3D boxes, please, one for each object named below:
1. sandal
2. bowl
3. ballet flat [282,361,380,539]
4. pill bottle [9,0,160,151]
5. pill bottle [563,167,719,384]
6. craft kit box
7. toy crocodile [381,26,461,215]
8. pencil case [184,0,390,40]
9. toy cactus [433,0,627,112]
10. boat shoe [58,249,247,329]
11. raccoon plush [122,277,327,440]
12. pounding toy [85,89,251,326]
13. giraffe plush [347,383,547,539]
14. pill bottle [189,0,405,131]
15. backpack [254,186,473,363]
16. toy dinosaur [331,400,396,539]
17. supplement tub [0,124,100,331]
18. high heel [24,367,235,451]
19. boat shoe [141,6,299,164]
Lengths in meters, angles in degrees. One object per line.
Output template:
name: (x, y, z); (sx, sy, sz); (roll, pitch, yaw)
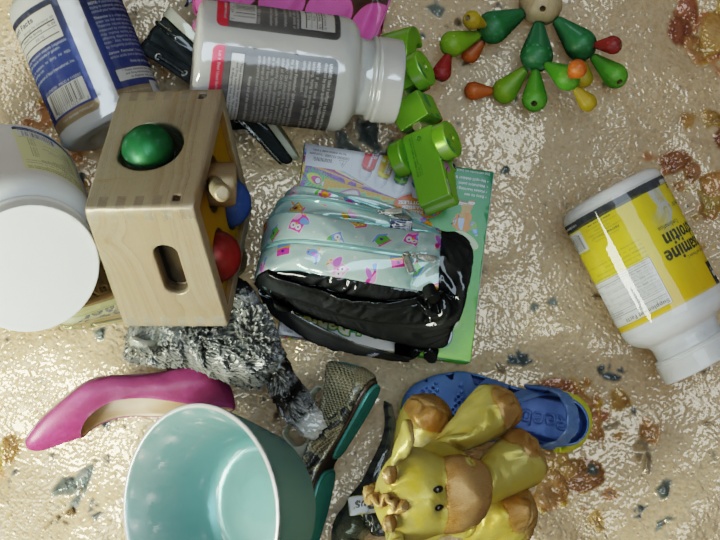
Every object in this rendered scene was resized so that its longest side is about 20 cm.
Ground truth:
sandal: (0.138, 0.140, 1.592); (0.199, 0.087, 0.080); (2, 85, -3)
bowl: (-0.121, 0.225, 1.523); (0.200, 0.105, 0.202); (-2, 86, 37)
ballet flat: (-0.047, 0.182, 1.578); (0.075, 0.068, 0.201); (22, 93, 17)
pill bottle: (-0.279, -0.228, 1.583); (0.111, 0.111, 0.201); (-23, 86, -8)
pill bottle: (0.294, 0.007, 1.608); (0.112, 0.112, 0.201); (-27, 87, -8)
craft kit box: (0.025, -0.016, 1.622); (0.199, 0.049, 0.199); (8, 85, -4)
toy crocodile: (0.058, -0.152, 1.602); (0.067, 0.062, 0.201); (-25, 72, 26)
pencil case: (-0.070, -0.265, 1.603); (0.199, 0.091, 0.094); (10, 80, -19)
toy cactus: (0.179, -0.245, 1.647); (0.199, 0.102, 0.166); (6, 72, 5)
boat shoe: (-0.211, 0.010, 1.593); (0.199, 0.063, 0.074); (-11, 58, -9)
raccoon plush: (-0.136, 0.096, 1.519); (0.134, 0.097, 0.200); (-30, 67, -18)
pounding toy: (-0.156, -0.062, 1.452); (0.141, 0.201, 0.185); (-1, 47, 9)
giraffe plush: (0.068, 0.196, 1.475); (0.199, 0.162, 0.173); (-25, 82, 7)
pill bottle: (-0.061, -0.192, 1.531); (0.199, 0.111, 0.111); (6, 83, -8)
backpack: (0.000, 0.000, 1.531); (0.199, 0.167, 0.127); (13, 63, -1)
toy dinosaur: (0.022, 0.236, 1.589); (0.088, 0.047, 0.201); (25, 76, 3)
supplement tub: (-0.319, -0.041, 1.494); (0.144, 0.200, 0.146); (-7, 116, -16)
high heel: (-0.224, 0.143, 1.567); (0.200, 0.067, 0.096); (-30, 77, -21)
boat shoe: (-0.146, -0.171, 1.609); (0.066, 0.075, 0.199); (-42, 94, 1)
